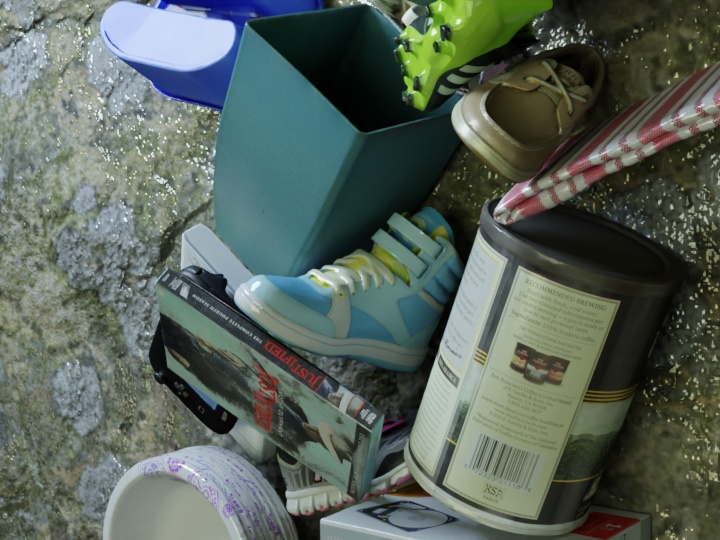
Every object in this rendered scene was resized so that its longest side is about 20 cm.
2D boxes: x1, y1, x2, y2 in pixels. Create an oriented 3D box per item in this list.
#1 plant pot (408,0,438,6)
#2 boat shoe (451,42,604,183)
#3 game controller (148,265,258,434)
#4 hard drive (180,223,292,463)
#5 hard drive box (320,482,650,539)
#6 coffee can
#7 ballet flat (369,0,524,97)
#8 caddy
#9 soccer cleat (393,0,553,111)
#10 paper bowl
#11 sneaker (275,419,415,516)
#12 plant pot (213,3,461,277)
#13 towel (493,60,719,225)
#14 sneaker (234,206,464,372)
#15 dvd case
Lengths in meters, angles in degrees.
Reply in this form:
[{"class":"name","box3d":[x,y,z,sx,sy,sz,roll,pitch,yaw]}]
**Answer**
[{"class":"plant pot","box3d":[0.081,-0.274,0.892,0.161,0.200,0.201,-25,81,48]},{"class":"boat shoe","box3d":[0.121,-0.116,0.876,0.072,0.200,0.065,46,119,4]},{"class":"game controller","box3d":[-0.130,0.072,1.090,0.104,0.042,0.200,52,151,13]},{"class":"hard drive","box3d":[-0.114,0.069,1.132,0.132,0.027,0.200,45,147,25]},{"class":"hard drive box","box3d":[0.094,0.221,0.966,0.200,0.156,0.077,4,98,37]},{"class":"coffee can","box3d":[0.127,0.066,0.925,0.146,0.146,0.200,30,114,31]},{"class":"ballet flat","box3d":[0.049,-0.203,0.997,0.200,0.071,0.069,51,121,21]},{"class":"caddy","box3d":[-0.125,-0.214,1.113,0.200,0.105,0.142,18,85,35]},{"class":"soccer cleat","box3d":[0.074,-0.154,0.877,0.200,0.081,0.068,148,112,-78]},{"class":"paper bowl","box3d":[-0.135,0.259,1.178,0.200,0.104,0.201,8,102,40]},{"class":"sneaker","box3d":[-0.004,0.144,1.082,0.200,0.074,0.088,-27,86,42]},{"class":"plant pot","box3d":[-0.030,-0.086,1.038,0.141,0.141,0.200,46,132,24]},{"class":"towel","box3d":[0.193,-0.092,0.857,0.200,0.146,0.030,-26,97,37]},{"class":"sneaker","box3d":[0.000,0.000,0.992,0.080,0.200,0.131,39,106,39]},{"class":"dvd case","box3d":[-0.072,0.090,0.990,0.200,0.022,0.146,32,153,13]}]
